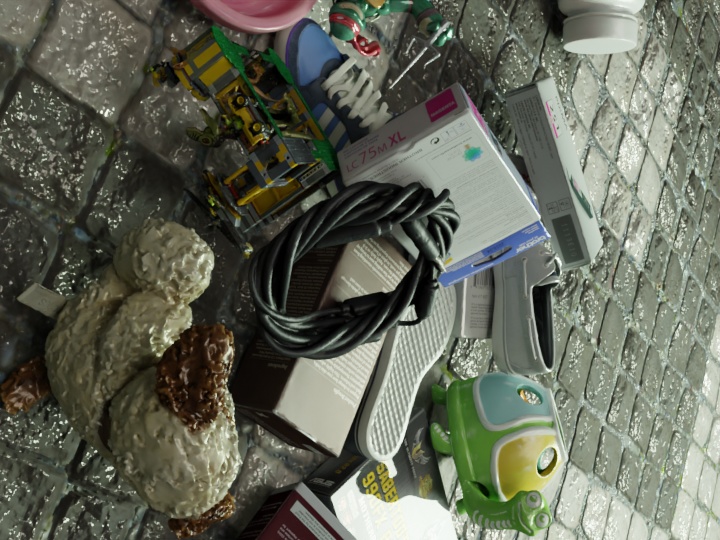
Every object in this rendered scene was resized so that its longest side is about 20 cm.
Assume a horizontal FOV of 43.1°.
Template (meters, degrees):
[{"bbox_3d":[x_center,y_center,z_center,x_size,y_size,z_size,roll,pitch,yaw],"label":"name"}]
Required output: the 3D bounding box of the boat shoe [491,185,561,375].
[{"bbox_3d":[0.177,0.008,0.952,0.071,0.068,0.204,12,80,-49],"label":"boat shoe"}]

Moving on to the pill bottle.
[{"bbox_3d":[0.312,-0.390,1.177,0.112,0.112,0.204,-1,93,-48],"label":"pill bottle"}]

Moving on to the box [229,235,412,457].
[{"bbox_3d":[-0.034,0.056,0.843,0.100,0.074,0.202,43,59,-41],"label":"box"}]

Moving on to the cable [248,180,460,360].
[{"bbox_3d":[0.000,0.000,0.737,0.198,0.051,0.165,-1,131,-38],"label":"cable"}]

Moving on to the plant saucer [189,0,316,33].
[{"bbox_3d":[-0.105,-0.299,0.758,0.199,0.050,0.204,-3,94,-49],"label":"plant saucer"}]

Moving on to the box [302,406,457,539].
[{"bbox_3d":[0.027,0.266,0.941,0.158,0.048,0.203,-33,116,-42],"label":"box"}]

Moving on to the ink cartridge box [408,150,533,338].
[{"bbox_3d":[0.126,-0.028,1.008,0.145,0.083,0.204,7,86,-49],"label":"ink cartridge box"}]

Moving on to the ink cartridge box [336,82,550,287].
[{"bbox_3d":[0.079,-0.065,0.795,0.200,0.118,0.042,44,25,-46],"label":"ink cartridge box"}]

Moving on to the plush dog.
[{"bbox_3d":[-0.145,0.092,0.631,0.159,0.171,0.203,-25,133,-31],"label":"plush dog"}]

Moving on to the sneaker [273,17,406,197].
[{"bbox_3d":[0.015,-0.141,0.829,0.081,0.145,0.202,-44,125,-37],"label":"sneaker"}]

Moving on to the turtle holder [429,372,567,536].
[{"bbox_3d":[0.149,0.185,0.970,0.185,0.130,0.143,-40,115,-77],"label":"turtle holder"}]

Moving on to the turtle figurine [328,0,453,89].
[{"bbox_3d":[0.019,-0.272,0.808,0.149,0.100,0.203,32,77,-38],"label":"turtle figurine"}]

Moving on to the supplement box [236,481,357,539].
[{"bbox_3d":[-0.084,0.296,0.782,0.109,0.061,0.200,47,55,-8],"label":"supplement box"}]

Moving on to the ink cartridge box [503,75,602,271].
[{"bbox_3d":[0.229,-0.119,1.037,0.173,0.043,0.203,-35,107,-62],"label":"ink cartridge box"}]

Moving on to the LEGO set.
[{"bbox_3d":[-0.103,-0.098,0.724,0.155,0.115,0.200,56,14,-7],"label":"LEGO set"}]

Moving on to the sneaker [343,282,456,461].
[{"bbox_3d":[0.025,0.086,0.904,0.078,0.079,0.202,44,62,-34],"label":"sneaker"}]
